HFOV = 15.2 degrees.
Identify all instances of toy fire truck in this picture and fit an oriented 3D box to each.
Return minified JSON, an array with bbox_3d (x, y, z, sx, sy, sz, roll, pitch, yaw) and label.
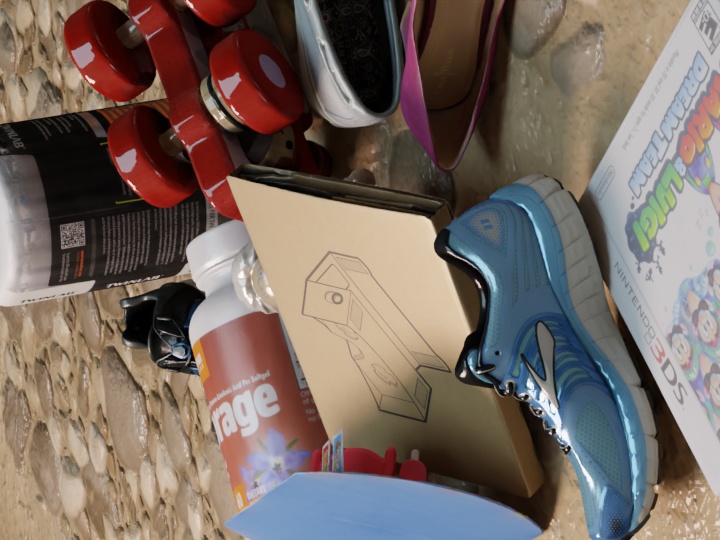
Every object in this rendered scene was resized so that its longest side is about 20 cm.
[{"bbox_3d":[-0.081,-0.115,1.705,0.112,0.168,0.200,-35,63,24],"label":"toy fire truck"}]

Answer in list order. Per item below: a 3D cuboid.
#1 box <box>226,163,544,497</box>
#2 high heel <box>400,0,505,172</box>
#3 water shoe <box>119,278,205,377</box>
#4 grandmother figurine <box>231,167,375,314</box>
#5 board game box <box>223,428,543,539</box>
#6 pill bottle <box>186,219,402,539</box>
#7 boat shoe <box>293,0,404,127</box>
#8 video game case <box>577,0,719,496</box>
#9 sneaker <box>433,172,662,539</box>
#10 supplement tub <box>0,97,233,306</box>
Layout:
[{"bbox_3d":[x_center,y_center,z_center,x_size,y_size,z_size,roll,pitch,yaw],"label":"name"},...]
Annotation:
[{"bbox_3d":[0.014,0.034,1.559,0.163,0.021,0.200,12,134,42],"label":"box"},{"bbox_3d":[0.059,-0.140,1.483,0.200,0.067,0.096,98,163,-63],"label":"high heel"},{"bbox_3d":[-0.107,0.058,1.891,0.200,0.079,0.072,22,119,61],"label":"water shoe"},{"bbox_3d":[0.000,0.000,1.609,0.200,0.061,0.121,-1,90,44],"label":"grandmother figurine"},{"bbox_3d":[0.015,0.135,1.605,0.200,0.158,0.039,140,141,-63],"label":"board game box"},{"bbox_3d":[-0.045,0.068,1.728,0.112,0.112,0.200,-44,60,60],"label":"pill bottle"},{"bbox_3d":[-0.010,-0.184,1.619,0.071,0.070,0.201,10,115,63],"label":"boat shoe"},{"bbox_3d":[0.180,-0.015,1.329,0.182,0.024,0.200,65,151,28],"label":"video game case"},{"bbox_3d":[0.095,0.055,1.431,0.078,0.090,0.200,133,117,-79],"label":"sneaker"},{"bbox_3d":[-0.166,-0.050,1.833,0.123,0.200,0.123,36,131,56],"label":"supplement tub"}]
